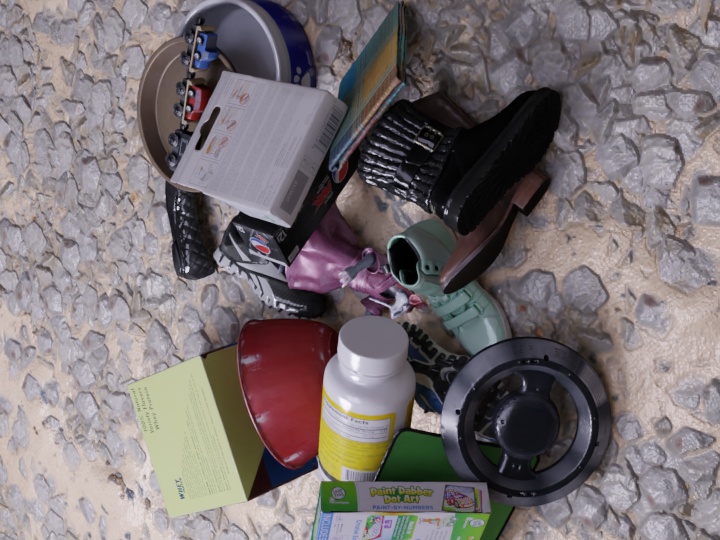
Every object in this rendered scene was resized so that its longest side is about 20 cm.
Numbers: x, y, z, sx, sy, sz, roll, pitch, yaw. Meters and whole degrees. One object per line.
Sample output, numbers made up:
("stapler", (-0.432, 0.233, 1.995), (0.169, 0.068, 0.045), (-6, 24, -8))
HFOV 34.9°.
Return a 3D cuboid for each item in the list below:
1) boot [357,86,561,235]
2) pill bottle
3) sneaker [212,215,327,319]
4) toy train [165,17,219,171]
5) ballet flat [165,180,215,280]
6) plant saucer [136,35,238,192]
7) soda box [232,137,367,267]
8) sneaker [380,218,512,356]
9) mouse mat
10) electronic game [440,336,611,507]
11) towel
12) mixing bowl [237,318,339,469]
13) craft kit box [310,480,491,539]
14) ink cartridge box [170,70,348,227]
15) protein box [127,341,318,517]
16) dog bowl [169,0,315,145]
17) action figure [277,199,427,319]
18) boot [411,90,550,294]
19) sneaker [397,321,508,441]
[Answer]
("boot", (0.110, -0.151, 1.285), (0.157, 0.211, 0.080), (33, 158, 32))
("pill bottle", (0.008, 0.159, 1.352), (0.110, 0.111, 0.203), (28, 129, 29))
("sneaker", (-0.119, -0.011, 1.547), (0.199, 0.066, 0.092), (34, 120, 29))
("toy train", (-0.213, -0.220, 1.464), (0.045, 0.034, 0.203), (23, 112, 28))
("ballet flat", (-0.247, -0.088, 1.650), (0.066, 0.056, 0.204), (-1, 94, 64))
("plant saucer", (-0.218, -0.205, 1.509), (0.198, 0.029, 0.204), (8, 104, 35))
("soda box", (-0.070, -0.106, 1.418), (0.070, 0.201, 0.064), (19, 152, 32))
("sneaker", (0.098, 0.038, 1.361), (0.073, 0.118, 0.202), (-36, 79, 34))
("mouse mat", (0.104, 0.265, 1.376), (0.008, 0.197, 0.163), (-114, 41, -56))
("electronic game", (0.189, 0.175, 1.314), (0.196, 0.042, 0.204), (0, 102, 0))
("towel", (0.012, -0.218, 1.352), (0.021, 0.201, 0.147), (28, 123, -18))
("mixing bowl", (-0.064, 0.143, 1.478), (0.107, 0.200, 0.203), (-20, 87, 16))
("craft kit box", (0.039, 0.317, 1.351), (0.202, 0.194, 0.049), (102, 170, -48))
("ink cartridge box", (-0.125, -0.150, 1.382), (0.198, 0.050, 0.163), (17, 79, 45))
("protein box", (-0.192, 0.214, 1.585), (0.199, 0.134, 0.202), (-23, 85, 47))
("dog bowl", (-0.158, -0.259, 1.521), (0.198, 0.078, 0.204), (8, 103, 35))
("action figure", (0.000, 0.000, 1.461), (0.197, 0.150, 0.135), (23, 142, 11))
("boot", (0.093, -0.097, 1.340), (0.199, 0.064, 0.187), (40, 82, 20))
("sneaker", (0.109, 0.141, 1.401), (0.199, 0.090, 0.079), (37, 74, 27))
